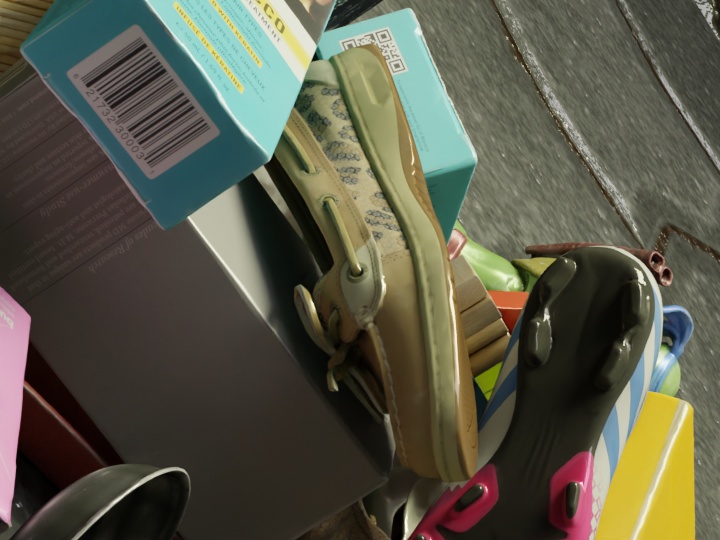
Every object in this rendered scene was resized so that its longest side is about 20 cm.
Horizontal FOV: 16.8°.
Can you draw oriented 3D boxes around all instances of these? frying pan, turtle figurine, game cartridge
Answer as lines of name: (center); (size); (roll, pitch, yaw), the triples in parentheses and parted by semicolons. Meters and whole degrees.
frying pan: (-0.120, 0.128, 0.764); (0.031, 0.190, 0.115); (37, -31, 14)
turtle figurine: (0.063, 0.047, 1.338); (0.194, 0.200, 0.144); (41, 38, 14)
game cartridge: (0.098, 0.179, 1.033); (0.176, 0.032, 0.200); (81, 31, -47)

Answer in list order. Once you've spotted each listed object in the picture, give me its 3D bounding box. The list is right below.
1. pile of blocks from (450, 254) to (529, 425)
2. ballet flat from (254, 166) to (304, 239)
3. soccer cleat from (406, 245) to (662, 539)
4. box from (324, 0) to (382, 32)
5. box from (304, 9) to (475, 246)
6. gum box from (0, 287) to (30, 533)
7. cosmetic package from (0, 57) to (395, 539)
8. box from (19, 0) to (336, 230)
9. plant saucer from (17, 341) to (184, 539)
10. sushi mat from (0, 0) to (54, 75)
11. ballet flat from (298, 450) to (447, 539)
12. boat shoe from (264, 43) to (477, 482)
pile of blocks: (0.056, 0.043, 1.056); (0.082, 0.062, 0.200); (59, 1, 9)
ballet flat: (-0.059, -0.030, 1.112); (0.069, 0.069, 0.200); (61, -19, 10)
soccer cleat: (0.072, 0.087, 0.974); (0.070, 0.200, 0.086); (23, -10, 17)
box: (-0.058, -0.158, 1.158); (0.117, 0.197, 0.200); (58, 18, -2)
box: (0.004, -0.036, 1.166); (0.200, 0.049, 0.082); (105, -35, -65)
gum box: (-0.194, -0.001, 0.760); (0.200, 0.066, 0.114); (48, 19, -28)
cosmetic package: (-0.072, 0.006, 0.923); (0.200, 0.090, 0.107); (51, 16, -13)
box: (-0.059, -0.095, 0.900); (0.082, 0.049, 0.200); (52, 20, -16)
plant saucer: (-0.135, -0.003, 0.967); (0.200, 0.037, 0.200); (49, 20, -28)
sushi mat: (-0.115, -0.117, 0.978); (0.200, 0.012, 0.096); (9, 93, -50)
ballet flat: (0.012, 0.101, 1.124); (0.068, 0.067, 0.200); (50, 19, -22)
boat shoe: (0.000, 0.000, 0.911); (0.073, 0.063, 0.200); (80, -3, -47)
